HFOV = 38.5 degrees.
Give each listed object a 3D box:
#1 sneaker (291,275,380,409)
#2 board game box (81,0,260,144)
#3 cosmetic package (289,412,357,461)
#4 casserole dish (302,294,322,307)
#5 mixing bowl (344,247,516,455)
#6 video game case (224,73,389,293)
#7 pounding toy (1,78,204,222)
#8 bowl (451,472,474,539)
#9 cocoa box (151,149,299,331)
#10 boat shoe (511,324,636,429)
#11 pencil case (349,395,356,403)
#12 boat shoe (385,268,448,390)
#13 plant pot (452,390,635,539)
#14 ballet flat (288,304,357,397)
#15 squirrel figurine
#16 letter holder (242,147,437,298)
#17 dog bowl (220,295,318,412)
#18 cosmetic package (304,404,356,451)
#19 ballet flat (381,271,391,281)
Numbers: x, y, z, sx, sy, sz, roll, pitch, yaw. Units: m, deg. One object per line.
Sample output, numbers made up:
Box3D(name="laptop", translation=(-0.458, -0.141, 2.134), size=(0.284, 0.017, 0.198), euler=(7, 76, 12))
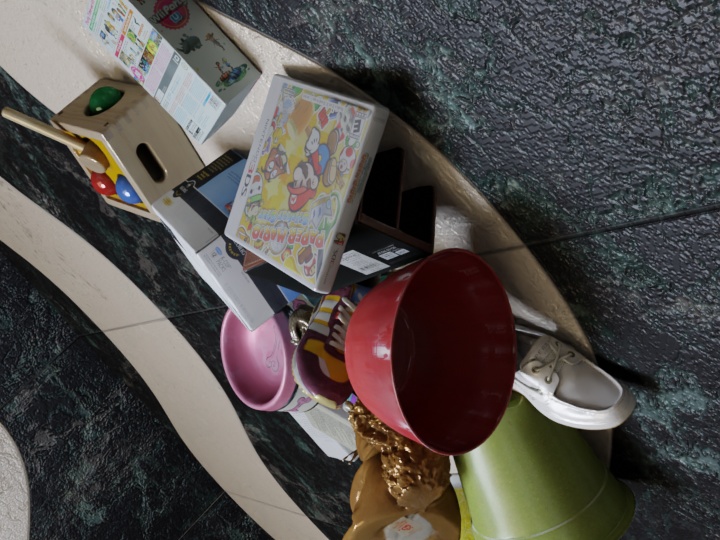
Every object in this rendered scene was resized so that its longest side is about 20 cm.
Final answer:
Box3D(name="sneaker", translation=(-0.018, 0.062, 1.128), size=(0.075, 0.200, 0.090), euler=(28, 122, -14))
Box3D(name="board game box", translation=(-0.218, -0.253, 1.173), size=(0.200, 0.064, 0.148), euler=(46, 157, -7))
Box3D(name="cosmetic package", translation=(-0.072, 0.224, 1.737), size=(0.200, 0.071, 0.101), euler=(51, 156, -16))
Box3D(name="casserole dish", translation=(-0.053, 0.030, 1.352), size=(0.200, 0.039, 0.121), euler=(43, 177, 44))
Box3D(name="mixing bowl", translation=(0.056, 0.079, 1.029), size=(0.108, 0.200, 0.200), euler=(-2, 131, 42))
Box3D(name="video game case", translation=(-0.060, -0.093, 1.027), size=(0.023, 0.182, 0.200), euler=(12, -170, -37))
Box3D(name="pounding toy", translation=(-0.352, -0.174, 1.431), size=(0.184, 0.142, 0.200), euler=(18, 146, 46))
Box3D(name="bowl", translation=(0.156, 0.345, 1.481), size=(0.200, 0.200, 0.108), euler=(156, 112, -66))
Box3D(name="cocoa box", translation=(-0.147, -0.044, 1.273), size=(0.133, 0.131, 0.200), euler=(59, 169, -30))
Box3D(name="boat shoe", translation=(0.192, 0.102, 1.076), size=(0.200, 0.071, 0.069), euler=(22, 151, 45))
Box3D(name="pencil case", translation=(-0.028, 0.159, 1.525), size=(0.085, 0.093, 0.200), euler=(3, -166, -45))
Box3D(name="boat shoe", translation=(0.063, 0.091, 1.139), size=(0.074, 0.069, 0.200), euler=(-41, 53, 56))
Box3D(name="plant pot", translation=(0.183, 0.216, 1.179), size=(0.200, 0.200, 0.190), euler=(-4, 115, 61))
Box3D(name="ballet flat", translation=(-0.026, 0.121, 1.296), size=(0.067, 0.046, 0.200), euler=(2, 140, 48))
Box3D(name="squirrel figurine", translation=(0.044, 0.215, 1.223), size=(0.187, 0.141, 0.200), euler=(-100, 14, -46))
Box3D(name="letter holder", translation=(-0.021, -0.071, 1.087), size=(0.100, 0.142, 0.200), euler=(22, 153, -33))
Box3D(name="dog bowl", translation=(-0.131, 0.117, 1.517), size=(0.200, 0.074, 0.201), euler=(10, 104, 49))
Box3D(name="cosmetic package", translation=(0.002, 0.222, 1.587), size=(0.200, 0.087, 0.103), euler=(25, 149, 41))
Box3D(name="ballet flat", translation=(0.000, 0.000, 1.255), size=(0.069, 0.069, 0.200), euler=(24, 146, 41))
